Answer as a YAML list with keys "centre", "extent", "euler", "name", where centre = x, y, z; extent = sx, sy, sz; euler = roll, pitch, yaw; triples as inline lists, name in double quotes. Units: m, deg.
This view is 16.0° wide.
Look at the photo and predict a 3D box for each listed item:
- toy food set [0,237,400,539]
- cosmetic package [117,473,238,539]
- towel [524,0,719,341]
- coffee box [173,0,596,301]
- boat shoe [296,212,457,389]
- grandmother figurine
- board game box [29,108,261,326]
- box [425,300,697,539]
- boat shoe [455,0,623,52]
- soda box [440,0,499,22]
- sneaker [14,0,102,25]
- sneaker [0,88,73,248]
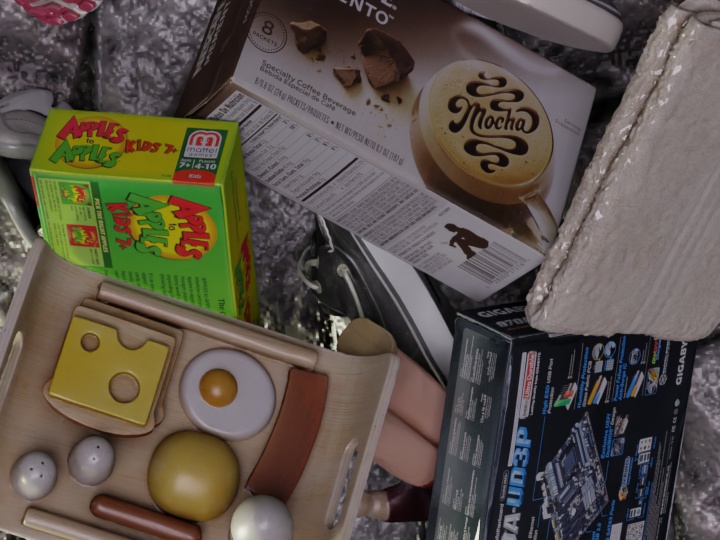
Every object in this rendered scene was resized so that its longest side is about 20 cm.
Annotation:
- centre: [-0.093, 0.079, 1.288]
  extent: [0.199, 0.060, 0.144]
  euler: [19, 72, -8]
  name: "toy food set"
- centre: [-0.105, 0.157, 1.414]
  extent: [0.090, 0.107, 0.200]
  euler: [17, 137, -7]
  name: "cosmetic package"
- centre: [0.171, -0.049, 1.327]
  extent: [0.132, 0.035, 0.201]
  euler: [5, 122, -38]
  name: "towel"
- centre: [0.014, -0.085, 1.356]
  extent: [0.199, 0.114, 0.080]
  euler: [29, 150, -17]
  name: "coffee box"
- centre: [0.000, 0.000, 1.431]
  extent: [0.063, 0.071, 0.201]
  euler: [-28, 102, 10]
  name: "boat shoe"
- centre: [0.043, 0.103, 1.421]
  extent: [0.121, 0.061, 0.200]
  euler: [-34, 135, 22]
  name: "grandmother figurine"
- centre: [-0.109, 0.005, 1.362]
  extent: [0.101, 0.048, 0.201]
  euler: [4, 138, 8]
  name: "board game box"
- centre: [0.110, 0.116, 1.415]
  extent: [0.046, 0.158, 0.201]
  euler: [22, 112, 44]
  name: "box"
- centre: [0.059, -0.191, 1.315]
  extent: [0.199, 0.075, 0.093]
  euler: [24, 84, -16]
  name: "boat shoe"
- centre: [0.007, -0.192, 1.386]
  extent: [0.199, 0.063, 0.071]
  euler: [16, 105, 1]
  name: "soda box"
- centre: [-0.131, -0.219, 1.389]
  extent: [0.080, 0.075, 0.200]
  euler: [38, 117, 4]
  name: "sneaker"
- centre: [-0.145, -0.011, 1.436]
  extent: [0.075, 0.081, 0.200]
  euler: [-42, 99, 11]
  name: "sneaker"
